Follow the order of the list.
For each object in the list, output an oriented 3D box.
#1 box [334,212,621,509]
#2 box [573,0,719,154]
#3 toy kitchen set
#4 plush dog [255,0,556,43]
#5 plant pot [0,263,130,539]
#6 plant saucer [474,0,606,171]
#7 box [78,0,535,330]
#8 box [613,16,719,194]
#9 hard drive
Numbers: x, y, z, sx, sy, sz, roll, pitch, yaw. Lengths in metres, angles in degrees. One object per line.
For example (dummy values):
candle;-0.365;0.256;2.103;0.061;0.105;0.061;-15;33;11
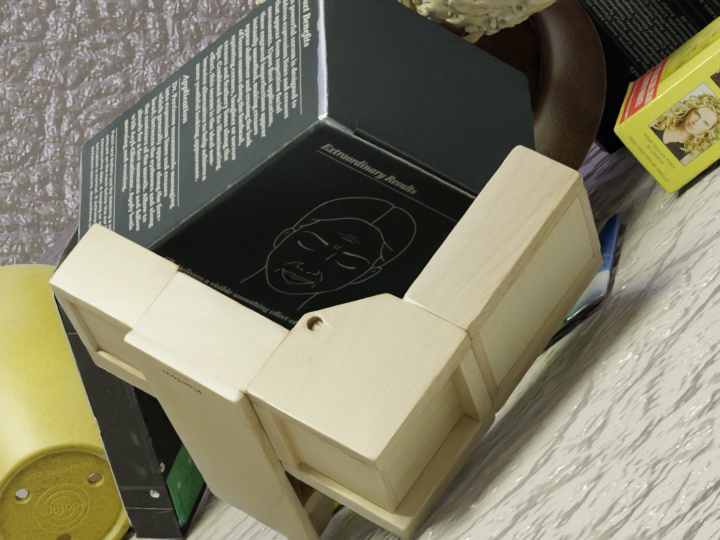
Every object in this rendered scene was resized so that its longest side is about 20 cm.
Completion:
box;0.046;0.035;1.474;0.200;0.048;0.122;-39;12;22
box;0.200;-0.178;1.612;0.200;0.104;0.148;-31;15;49
toy kitchen set;-0.008;0.026;1.383;0.181;0.199;0.163;-53;-29;-20
plush dog;0.038;-0.160;1.458;0.171;0.161;0.199;-15;-6;43
plant pot;-0.214;0.117;1.837;0.200;0.200;0.142;-42;35;6
plant saucer;0.039;-0.095;1.566;0.199;0.032;0.201;-12;59;20
box;-0.029;-0.042;1.438;0.200;0.148;0.108;-34;44;36
box;0.224;-0.125;1.439;0.200;0.050;0.075;-39;11;26
hard drive;-0.126;0.043;1.682;0.038;0.201;0.140;-1;38;20
